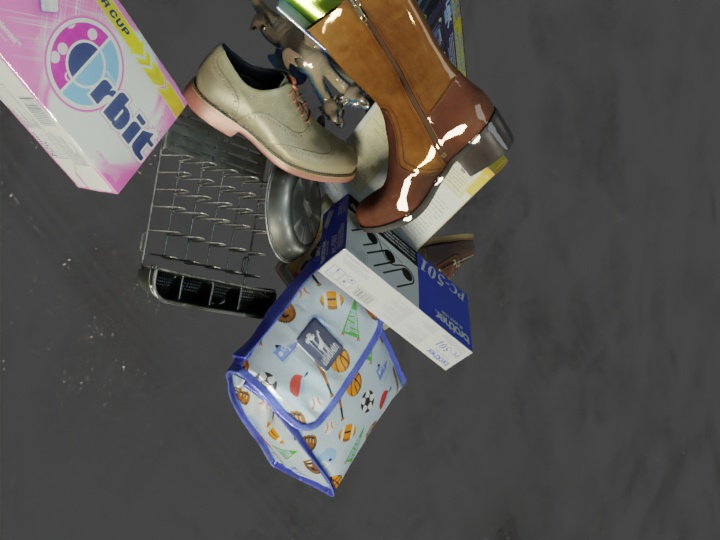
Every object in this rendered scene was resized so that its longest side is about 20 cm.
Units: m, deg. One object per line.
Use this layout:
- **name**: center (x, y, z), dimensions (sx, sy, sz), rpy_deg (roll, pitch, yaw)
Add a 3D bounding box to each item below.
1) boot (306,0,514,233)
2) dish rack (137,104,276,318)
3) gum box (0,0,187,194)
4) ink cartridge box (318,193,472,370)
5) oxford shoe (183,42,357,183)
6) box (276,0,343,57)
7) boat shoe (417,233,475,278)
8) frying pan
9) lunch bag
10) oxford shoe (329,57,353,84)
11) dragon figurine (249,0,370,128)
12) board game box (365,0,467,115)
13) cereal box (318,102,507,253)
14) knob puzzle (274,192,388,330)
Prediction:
- **boot**: center (0.018, -0.149, 0.762), dimensions (0.200, 0.187, 0.069), rpy_deg (47, 38, -18)
- **dish rack**: center (-0.145, -0.062, 0.819), dimensions (0.152, 0.054, 0.205), rpy_deg (14, 83, -48)
- **gum box**: center (-0.241, -0.170, 0.682), dimensions (0.115, 0.065, 0.201), rpy_deg (-58, 138, -26)
- **ink cartridge box**: center (0.040, 0.014, 0.876), dimensions (0.199, 0.044, 0.095), rpy_deg (39, 32, -26)
- **oxford shoe**: center (-0.075, -0.154, 0.813), dimensions (0.197, 0.075, 0.071), rpy_deg (24, 34, -28)
- **box**: center (-0.025, -0.283, 0.832), dimensions (0.121, 0.048, 0.202), rpy_deg (35, 28, -24)
- **boat shoe**: center (0.089, -0.010, 1.052), dimensions (0.198, 0.069, 0.072), rpy_deg (-9, 88, -51)
- **frying pan**: center (-0.057, -0.085, 0.897), dimensions (0.191, 0.030, 0.117), rpy_deg (-55, 143, -53)
- **lunch bag**: center (-0.049, 0.111, 0.874), dimensions (0.171, 0.122, 0.202), rpy_deg (-52, 136, -31)
- **oxford shoe**: center (0.010, -0.259, 0.966), dimensions (0.198, 0.057, 0.077), rpy_deg (9, 83, -49)
- **dragon figurine**: center (-0.069, -0.238, 0.861), dimensions (0.059, 0.201, 0.099), rpy_deg (-41, 162, -1)
- **board game box**: center (0.067, -0.232, 0.972), dimensions (0.167, 0.056, 0.201), rpy_deg (-61, 157, -22)
- **cereal box**: center (0.049, -0.108, 0.884), dimensions (0.144, 0.200, 0.039), rpy_deg (48, 48, 2)
- **knob puzzle**: center (0.000, 0.000, 0.998), dimensions (0.217, 0.030, 0.226), rpy_deg (-5, 97, -47)
